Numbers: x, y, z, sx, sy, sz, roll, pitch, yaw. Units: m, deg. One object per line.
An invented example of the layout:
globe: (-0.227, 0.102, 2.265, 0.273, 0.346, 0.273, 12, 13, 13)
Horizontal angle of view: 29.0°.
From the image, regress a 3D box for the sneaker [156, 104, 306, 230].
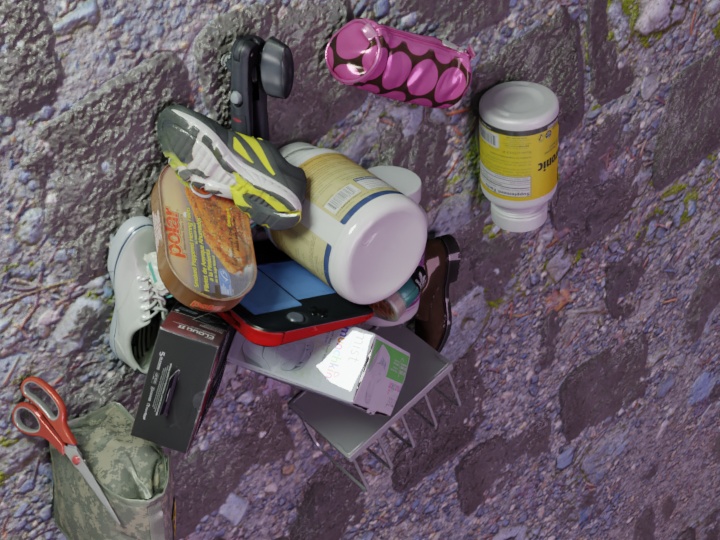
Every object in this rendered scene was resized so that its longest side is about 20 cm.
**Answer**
sneaker: (-0.147, -0.128, 1.618, 0.074, 0.200, 0.085, -40, -162, 38)

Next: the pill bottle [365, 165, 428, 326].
pill bottle: (0.032, -0.034, 1.864, 0.112, 0.112, 0.200, -20, 130, -34)

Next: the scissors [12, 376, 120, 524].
scissors: (-0.334, 0.207, 1.624, 0.073, 0.200, 0.014, -55, 162, 19)

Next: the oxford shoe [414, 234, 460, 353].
oxford shoe: (0.087, 0.043, 2.018, 0.084, 0.073, 0.200, -12, 119, -26)

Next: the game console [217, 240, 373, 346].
game console: (-0.108, 0.022, 1.696, 0.177, 0.200, 0.031, -15, 128, -37)

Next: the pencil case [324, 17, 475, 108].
pencil case: (0.053, -0.262, 1.743, 0.200, 0.091, 0.094, 2, 151, -47)

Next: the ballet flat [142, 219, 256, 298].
ballet flat: (-0.189, -0.039, 1.654, 0.200, 0.072, 0.072, -46, 149, -52)

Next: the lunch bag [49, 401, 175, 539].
lunch bag: (-0.289, 0.286, 1.710, 0.118, 0.200, 0.164, -20, 129, -33)

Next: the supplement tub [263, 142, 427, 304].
supplement tub: (-0.030, -0.063, 1.711, 0.144, 0.200, 0.145, -25, 133, -30)

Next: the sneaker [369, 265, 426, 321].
sneaker: (0.000, 0.000, 1.794, 0.080, 0.200, 0.071, -45, 138, -24)

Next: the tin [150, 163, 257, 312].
tin: (-0.182, -0.041, 1.594, 0.112, 0.200, 0.042, 13, 140, -31)

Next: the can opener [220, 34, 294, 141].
can opener: (-0.128, -0.190, 1.636, 0.063, 0.079, 0.200, -30, 145, -37)

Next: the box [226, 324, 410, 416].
box: (-0.049, 0.113, 1.781, 0.200, 0.176, 0.097, 36, 71, -71)

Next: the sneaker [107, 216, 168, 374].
sneaker: (-0.255, 0.032, 1.660, 0.073, 0.071, 0.200, -19, 129, -35)

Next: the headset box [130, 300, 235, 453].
headset box: (-0.206, 0.113, 1.677, 0.200, 0.077, 0.149, -69, 177, -69)

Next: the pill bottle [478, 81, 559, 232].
pill bottle: (0.223, -0.157, 1.966, 0.111, 0.111, 0.200, -29, 136, -27)

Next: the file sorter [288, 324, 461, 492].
file sorter: (0.028, 0.195, 2.008, 0.200, 0.139, 0.125, -41, 142, -15)
